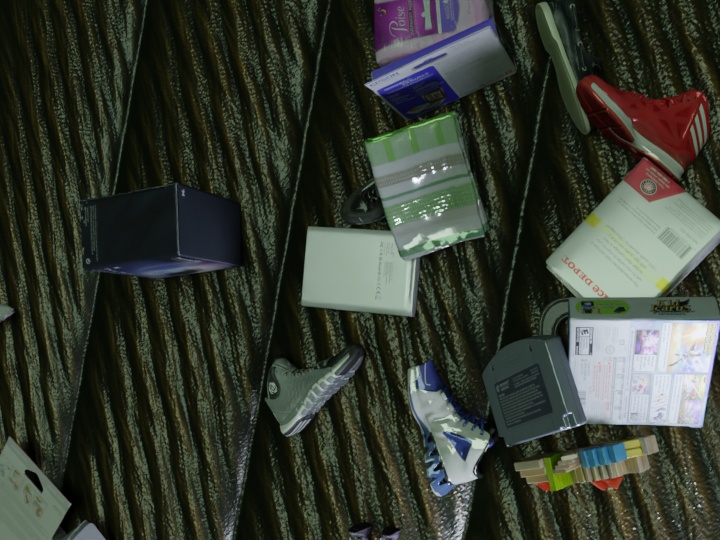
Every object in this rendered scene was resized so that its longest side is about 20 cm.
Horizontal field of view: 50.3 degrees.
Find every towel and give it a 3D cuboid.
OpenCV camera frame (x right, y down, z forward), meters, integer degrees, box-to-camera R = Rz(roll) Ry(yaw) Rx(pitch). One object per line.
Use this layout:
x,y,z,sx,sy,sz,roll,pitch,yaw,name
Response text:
0.101,-0.121,1.150,0.146,0.031,0.203,-18,116,6,towel

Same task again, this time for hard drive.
0.000,0.000,1.258,0.196,0.027,0.135,4,88,22,hard drive

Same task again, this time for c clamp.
0.333,0.123,1.115,0.196,0.027,0.175,-4,80,24,c clamp

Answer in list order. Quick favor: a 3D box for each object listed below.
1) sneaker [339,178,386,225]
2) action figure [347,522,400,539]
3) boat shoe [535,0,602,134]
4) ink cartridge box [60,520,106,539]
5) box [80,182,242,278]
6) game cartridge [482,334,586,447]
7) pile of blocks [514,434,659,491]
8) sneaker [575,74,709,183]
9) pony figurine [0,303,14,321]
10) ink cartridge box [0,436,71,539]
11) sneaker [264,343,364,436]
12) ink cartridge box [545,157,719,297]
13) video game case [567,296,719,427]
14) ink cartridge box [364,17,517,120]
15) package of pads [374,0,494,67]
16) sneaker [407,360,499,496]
0.046,-0.130,1.214,0.197,0.090,0.068,-20,78,20,sneaker
0.014,0.502,1.195,0.127,0.069,0.205,4,91,17,action figure
0.319,-0.304,1.124,0.065,0.075,0.203,-20,86,1,boat shoe
-0.531,0.575,1.386,0.199,0.085,0.145,-39,92,14,ink cartridge box
-0.334,-0.060,1.307,0.195,0.199,0.126,-8,83,22,box
0.236,0.166,1.072,0.040,0.200,0.135,-12,75,-21,game cartridge
0.320,0.281,1.075,0.197,0.082,0.063,-17,80,20,pile of blocks
0.401,-0.227,1.071,0.199,0.078,0.116,41,90,-12,sneaker
-0.811,0.115,1.534,0.191,0.165,0.204,23,110,30,pony figurine
-0.643,0.450,1.482,0.199,0.045,0.178,37,102,20,ink cartridge box
-0.091,0.166,1.260,0.200,0.075,0.116,-48,69,14,sneaker
0.377,-0.027,1.063,0.200,0.083,0.145,-46,68,8,ink cartridge box
0.364,0.123,1.011,0.177,0.046,0.203,0,129,14,video game case
0.120,-0.301,1.136,0.195,0.199,0.044,-20,79,19,ink cartridge box
0.119,-0.392,1.211,0.196,0.075,0.123,-6,81,22,package of pads
0.146,0.230,1.160,0.113,0.080,0.204,-15,87,17,sneaker
